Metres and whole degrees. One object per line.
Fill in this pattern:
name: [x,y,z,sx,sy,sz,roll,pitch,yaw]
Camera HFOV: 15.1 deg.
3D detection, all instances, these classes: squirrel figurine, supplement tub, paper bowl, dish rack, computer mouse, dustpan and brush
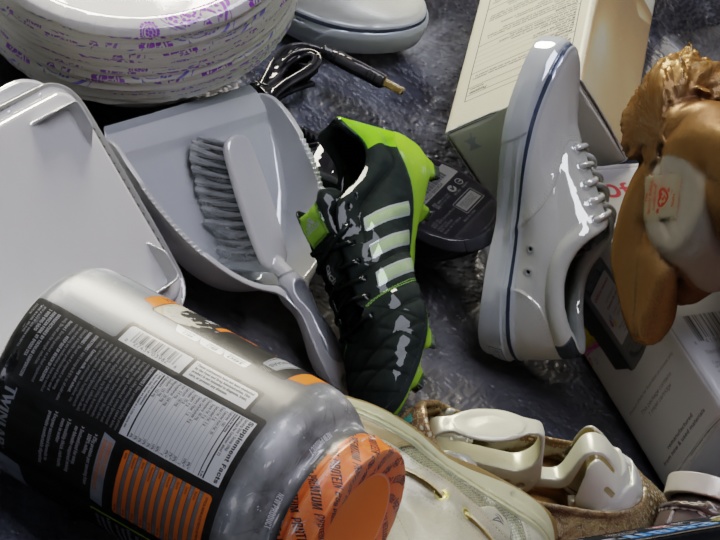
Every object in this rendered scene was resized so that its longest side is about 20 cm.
squirrel figurine: [0.251,-0.043,1.631,0.186,0.142,0.200,9,46,-31]
supplement tub: [-0.084,0.091,1.393,0.200,0.123,0.122,28,37,22]
paper bowl: [-0.137,-0.180,1.668,0.200,0.104,0.201,2,47,-2]
dish rack: [-0.184,-0.011,1.485,0.200,0.044,0.172,-35,98,-46]
computer mouse: [0.007,-0.070,1.716,0.200,0.046,0.140,25,42,12]
dustpan and brush: [-0.056,-0.011,1.597,0.139,0.057,0.200,-21,90,-45]

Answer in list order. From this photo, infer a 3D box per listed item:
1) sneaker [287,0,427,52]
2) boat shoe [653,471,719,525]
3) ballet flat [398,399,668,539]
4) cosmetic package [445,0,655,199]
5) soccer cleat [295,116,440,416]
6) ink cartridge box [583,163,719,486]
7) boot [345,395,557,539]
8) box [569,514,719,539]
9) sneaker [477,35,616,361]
sneaker: [-0.043,-0.202,1.788,0.200,0.071,0.073,16,41,-16]
boat shoe: [0.255,0.184,1.579,0.200,0.072,0.060,29,69,-19]
ballet flat: [0.105,0.117,1.558,0.200,0.065,0.071,11,42,-22]
cosmetic package: [0.128,-0.137,1.793,0.071,0.105,0.200,55,31,-27]
soccer cleat: [0.000,0.000,1.578,0.081,0.068,0.200,22,50,-25]
ink cartridge box: [0.216,0.031,1.700,0.147,0.086,0.200,-4,49,-33]
boot: [0.007,0.157,1.453,0.200,0.072,0.155,26,41,-9]
box: [0.148,0.227,1.334,0.200,0.050,0.199,-6,91,-34]
sneaker: [0.123,-0.042,1.652,0.071,0.201,0.073,7,1,20]
